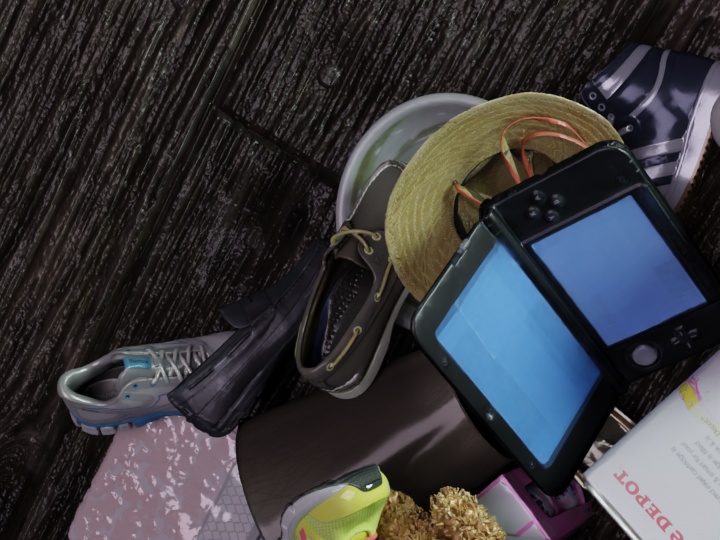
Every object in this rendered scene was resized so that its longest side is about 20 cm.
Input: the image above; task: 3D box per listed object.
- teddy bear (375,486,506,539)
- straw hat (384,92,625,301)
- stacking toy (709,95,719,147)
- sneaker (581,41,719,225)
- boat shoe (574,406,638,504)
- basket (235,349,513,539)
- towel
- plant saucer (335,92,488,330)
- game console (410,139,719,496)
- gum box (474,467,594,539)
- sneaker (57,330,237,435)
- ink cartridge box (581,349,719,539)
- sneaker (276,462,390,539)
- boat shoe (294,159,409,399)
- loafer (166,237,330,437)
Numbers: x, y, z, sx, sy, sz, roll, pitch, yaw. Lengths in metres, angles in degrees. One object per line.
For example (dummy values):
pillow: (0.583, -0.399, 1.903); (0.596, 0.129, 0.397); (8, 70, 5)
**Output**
teddy bear: (0.068, 0.231, 1.030); (0.199, 0.067, 0.146); (32, 107, 23)
straw hat: (0.113, -0.061, 1.058); (0.200, 0.085, 0.202); (-1, 122, -2)
stacking toy: (0.310, -0.057, 0.965); (0.146, 0.146, 0.201); (-39, 55, 21)
sneaker: (0.210, -0.081, 1.078); (0.108, 0.070, 0.201); (24, 95, 18)
boat shoe: (0.185, 0.132, 1.100); (0.073, 0.063, 0.201); (-42, 74, 20)
basket: (0.019, 0.155, 1.145); (0.199, 0.136, 0.181); (-32, 63, 19)
towel: (-0.168, 0.218, 1.290); (0.191, 0.032, 0.201); (33, 104, 21)
plant saucer: (0.077, -0.046, 1.155); (0.199, 0.050, 0.202); (0, 91, 26)
game console: (0.162, 0.039, 0.997); (0.175, 0.117, 0.200); (-27, 119, 26)
gum box: (0.091, 0.235, 1.119); (0.200, 0.113, 0.066); (-44, 74, 20)
sneaker: (-0.177, 0.095, 1.235); (0.199, 0.087, 0.075); (-17, 66, 3)
ink cartridge box: (0.282, 0.143, 1.011); (0.200, 0.088, 0.145); (-42, 74, -1)
sneaker: (-0.019, 0.219, 1.021); (0.090, 0.078, 0.200); (55, 139, 26)
boat shoe: (0.002, 0.001, 1.110); (0.072, 0.060, 0.203); (13, 80, 35)
loafer: (-0.090, 0.050, 1.197); (0.070, 0.068, 0.201); (37, 82, -8)
